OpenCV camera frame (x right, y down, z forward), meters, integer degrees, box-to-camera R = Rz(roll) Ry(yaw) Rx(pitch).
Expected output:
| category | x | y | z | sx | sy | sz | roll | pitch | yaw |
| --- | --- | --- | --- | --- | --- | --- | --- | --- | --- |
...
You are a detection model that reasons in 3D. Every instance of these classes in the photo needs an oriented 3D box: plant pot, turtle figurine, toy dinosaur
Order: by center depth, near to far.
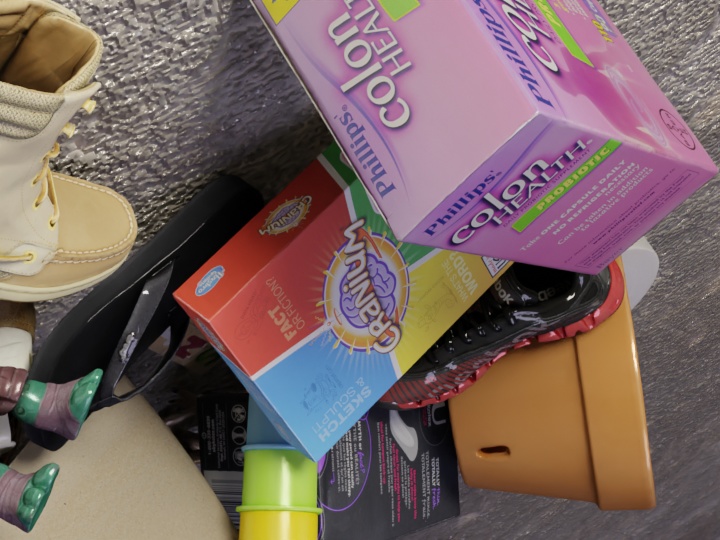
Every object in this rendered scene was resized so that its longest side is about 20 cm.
| category | x | y | z | sx | sy | sz | roll | pitch | yaw |
| --- | --- | --- | --- | --- | --- | --- | --- | --- | --- |
| turtle figurine | -0.249 | 0.060 | 0.853 | 0.101 | 0.200 | 0.150 | 130 | -17 | -69 |
| plant pot | -0.188 | 0.214 | 1.047 | 0.200 | 0.177 | 0.200 | -47 | -174 | 32 |
| plant pot | 0.140 | 0.087 | 1.206 | 0.140 | 0.200 | 0.200 | -7 | 156 | 7 |
| toy dinosaur | -0.142 | 0.132 | 1.210 | 0.200 | 0.058 | 0.101 | -4 | 160 | -31 |

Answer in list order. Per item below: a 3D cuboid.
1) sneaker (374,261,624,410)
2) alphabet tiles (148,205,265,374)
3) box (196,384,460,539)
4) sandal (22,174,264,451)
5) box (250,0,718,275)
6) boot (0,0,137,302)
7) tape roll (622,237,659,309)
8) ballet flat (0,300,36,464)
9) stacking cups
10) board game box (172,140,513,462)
| category | x | y | z | sx | sy | sz | roll | pitch | yaw |
| --- | --- | --- | --- | --- | --- | --- | --- | --- | --- |
| sneaker | 0.082 | 0.029 | 1.088 | 0.200 | 0.071 | 0.098 | -26 | 155 | 5 |
| alphabet tiles | -0.073 | 0.010 | 1.093 | 0.166 | 0.006 | 0.200 | -34 | 155 | 8 |
| box | -0.019 | 0.139 | 1.187 | 0.106 | 0.122 | 0.200 | -2 | -179 | 32 |
| sandal | -0.124 | 0.026 | 0.939 | 0.200 | 0.043 | 0.076 | -49 | 156 | -11 |
| box | 0.066 | -0.101 | 0.835 | 0.097 | 0.176 | 0.200 | -43 | 152 | 26 |
| boot | -0.162 | -0.059 | 0.784 | 0.200 | 0.073 | 0.155 | 8 | 138 | -46 |
| tape roll | 0.159 | 0.030 | 1.354 | 0.203 | 0.037 | 0.203 | -25 | 155 | -13 |
| ballet flat | -0.223 | 0.066 | 0.950 | 0.068 | 0.072 | 0.200 | -12 | 150 | -25 |
| stacking cups | -0.050 | 0.099 | 1.050 | 0.060 | 0.200 | 0.061 | 3 | 170 | 0 |
| board game box | 0.000 | 0.000 | 0.982 | 0.200 | 0.040 | 0.153 | -45 | 134 | -12 |
